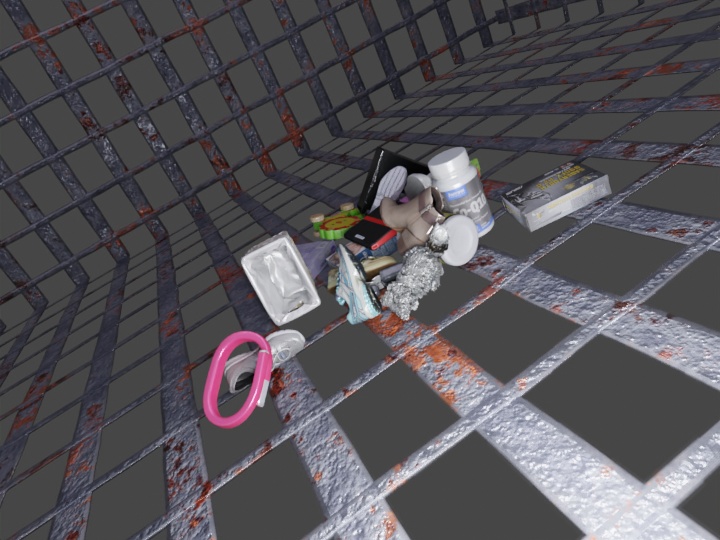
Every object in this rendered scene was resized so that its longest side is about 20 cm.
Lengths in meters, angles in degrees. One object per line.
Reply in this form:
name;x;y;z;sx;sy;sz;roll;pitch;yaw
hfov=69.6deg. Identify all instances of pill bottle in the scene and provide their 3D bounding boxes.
pill bottle;0.174;-0.081;1.221;0.112;0.114;0.199;-36;26;-19
pill bottle;0.239;-0.182;1.244;0.112;0.202;0.114;-22;24;11

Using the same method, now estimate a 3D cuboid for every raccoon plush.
raccoon plush;0.104;0.003;1.064;0.096;0.202;0.134;26;50;22

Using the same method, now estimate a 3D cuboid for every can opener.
can opener;0.070;0.031;1.207;0.197;0.053;0.068;-22;56;11

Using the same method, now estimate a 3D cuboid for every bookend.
bookend;0.116;-0.255;1.625;0.196;0.202;0.092;15;17;-14

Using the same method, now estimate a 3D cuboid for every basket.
basket;-0.201;0.013;1.332;0.134;0.203;0.124;-25;19;2

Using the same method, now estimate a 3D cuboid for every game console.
game console;0.058;-0.123;1.387;0.176;0.031;0.199;-40;24;-11

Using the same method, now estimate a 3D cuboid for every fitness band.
fitness band;-0.255;0.222;1.072;0.141;0.037;0.204;-4;60;24

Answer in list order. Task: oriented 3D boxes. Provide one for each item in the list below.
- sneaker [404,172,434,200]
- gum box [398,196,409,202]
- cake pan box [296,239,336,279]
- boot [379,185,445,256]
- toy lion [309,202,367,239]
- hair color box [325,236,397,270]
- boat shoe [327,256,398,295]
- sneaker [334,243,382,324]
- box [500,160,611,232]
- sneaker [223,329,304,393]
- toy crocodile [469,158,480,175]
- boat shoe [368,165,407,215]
sneaker;0.183;-0.233;1.344;0.114;0.075;0.200;-29;4;-3
gum box;0.182;-0.171;1.448;0.112;0.067;0.200;-31;24;-7
cake pan box;-0.183;-0.018;1.553;0.181;0.053;0.201;-5;32;37
boot;0.120;-0.134;1.161;0.146;0.069;0.203;-48;46;35
toy lion;-0.053;-0.148;1.619;0.198;0.070;0.190;-25;26;-32
hair color box;0.014;-0.051;1.396;0.198;0.061;0.100;-35;24;-15
boat shoe;0.000;0.000;1.266;0.197;0.073;0.064;-20;59;23
sneaker;-0.029;0.029;1.175;0.085;0.077;0.202;-31;59;13
box;0.446;-0.177;1.202;0.197;0.049;0.159;-26;23;5
sneaker;-0.204;0.204;1.130;0.198;0.075;0.083;-31;39;5
toy crocodile;0.306;-0.254;1.485;0.061;0.068;0.201;0;38;37
boat shoe;0.083;-0.213;1.545;0.071;0.071;0.203;25;83;25
